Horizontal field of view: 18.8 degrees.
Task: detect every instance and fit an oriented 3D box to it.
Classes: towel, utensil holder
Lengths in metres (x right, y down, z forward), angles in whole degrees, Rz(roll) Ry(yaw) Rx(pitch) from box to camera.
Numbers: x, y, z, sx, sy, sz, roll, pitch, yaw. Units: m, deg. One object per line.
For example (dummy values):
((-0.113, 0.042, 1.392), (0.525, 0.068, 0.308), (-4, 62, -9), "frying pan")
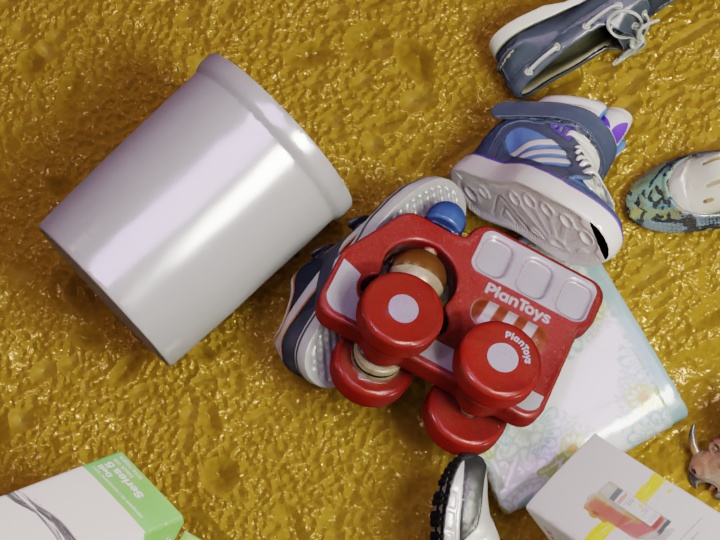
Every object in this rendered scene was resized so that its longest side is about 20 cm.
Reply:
((0.143, 0.072, 1.756), (0.171, 0.048, 0.200), (-29, 71, -2), "towel")
((-0.134, -0.046, 1.759), (0.200, 0.170, 0.170), (-44, 73, -7), "utensil holder")

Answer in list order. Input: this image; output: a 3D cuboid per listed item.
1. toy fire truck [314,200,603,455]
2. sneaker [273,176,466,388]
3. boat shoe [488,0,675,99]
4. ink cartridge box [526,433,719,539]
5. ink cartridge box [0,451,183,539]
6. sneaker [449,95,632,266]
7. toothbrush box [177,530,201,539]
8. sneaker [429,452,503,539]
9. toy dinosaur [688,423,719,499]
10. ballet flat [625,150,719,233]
((0.074, 0.033, 1.694), (0.200, 0.112, 0.168), (28, 57, 1), "toy fire truck")
((0.000, 0.000, 1.764), (0.200, 0.078, 0.079), (-50, 32, -12), "sneaker")
((0.207, -0.208, 1.830), (0.199, 0.075, 0.062), (-24, 69, -2), "boat shoe")
((0.232, 0.226, 1.598), (0.083, 0.145, 0.200), (-44, 35, -9), "ink cartridge box")
((-0.248, 0.235, 1.628), (0.084, 0.200, 0.146), (44, 124, 22), "ink cartridge box")
((0.178, -0.087, 1.750), (0.146, 0.081, 0.200), (-37, 32, -19), "sneaker")
((-0.087, 0.317, 1.670), (0.200, 0.086, 0.146), (28, 75, 14), "toothbrush box")
((0.094, 0.240, 1.682), (0.080, 0.074, 0.201), (0, 91, -3), "sneaker")
((0.355, 0.104, 1.709), (0.135, 0.086, 0.200), (35, 72, 22), "toy dinosaur")
((0.316, -0.076, 1.779), (0.199, 0.074, 0.075), (-9, 70, 2), "ballet flat")
